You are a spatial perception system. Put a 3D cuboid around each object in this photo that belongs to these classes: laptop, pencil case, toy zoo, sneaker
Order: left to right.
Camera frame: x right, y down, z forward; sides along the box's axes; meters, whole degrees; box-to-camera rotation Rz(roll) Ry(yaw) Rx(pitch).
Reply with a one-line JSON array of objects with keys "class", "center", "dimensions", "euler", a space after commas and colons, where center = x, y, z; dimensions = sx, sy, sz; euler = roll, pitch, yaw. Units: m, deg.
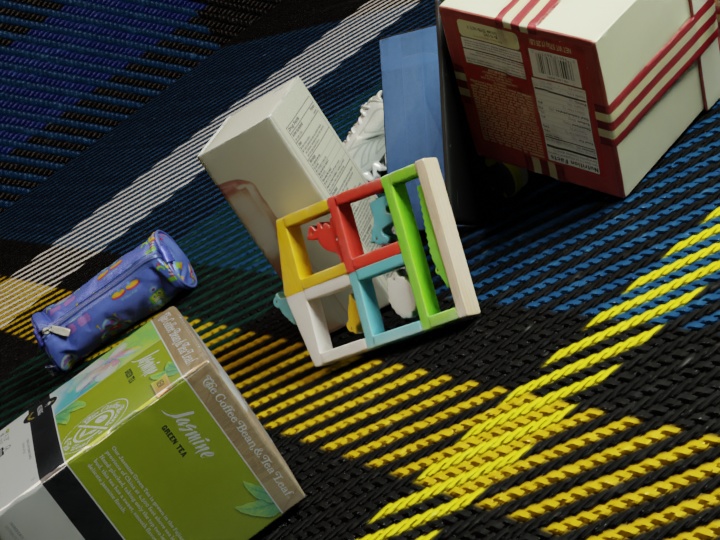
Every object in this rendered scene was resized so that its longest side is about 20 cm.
[{"class": "pencil case", "center": [-0.285, 0.036, 1.890], "dimensions": [0.199, 0.078, 0.087], "euler": [-33, -13, 5]}, {"class": "toy zoo", "center": [0.000, 0.000, 1.372], "dimensions": [0.199, 0.132, 0.020], "euler": [-20, -7, 39]}, {"class": "sneaker", "center": [0.016, -0.148, 1.833], "dimensions": [0.199, 0.081, 0.075], "euler": [-33, 18, 11]}, {"class": "laptop", "center": [0.048, -0.130, 1.473], "dimensions": [0.115, 0.189, 0.200], "euler": [-4, 0, 17]}, {"class": "sneaker", "center": [0.135, -0.124, 1.574], "dimensions": [0.084, 0.075, 0.200], "euler": [-30, 25, -6]}]

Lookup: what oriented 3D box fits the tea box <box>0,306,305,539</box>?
[{"class": "tea box", "center": [-0.170, 0.151, 1.258], "dimensions": [0.196, 0.134, 0.200], "euler": [-36, 16, -6]}]

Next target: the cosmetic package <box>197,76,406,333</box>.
[{"class": "cosmetic package", "center": [-0.046, -0.056, 1.477], "dimensions": [0.087, 0.201, 0.103], "euler": [-26, 16, 25]}]

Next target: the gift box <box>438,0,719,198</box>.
[{"class": "gift box", "center": [0.196, -0.201, 1.369], "dimensions": [0.184, 0.201, 0.187], "euler": [23, 54, 33]}]
